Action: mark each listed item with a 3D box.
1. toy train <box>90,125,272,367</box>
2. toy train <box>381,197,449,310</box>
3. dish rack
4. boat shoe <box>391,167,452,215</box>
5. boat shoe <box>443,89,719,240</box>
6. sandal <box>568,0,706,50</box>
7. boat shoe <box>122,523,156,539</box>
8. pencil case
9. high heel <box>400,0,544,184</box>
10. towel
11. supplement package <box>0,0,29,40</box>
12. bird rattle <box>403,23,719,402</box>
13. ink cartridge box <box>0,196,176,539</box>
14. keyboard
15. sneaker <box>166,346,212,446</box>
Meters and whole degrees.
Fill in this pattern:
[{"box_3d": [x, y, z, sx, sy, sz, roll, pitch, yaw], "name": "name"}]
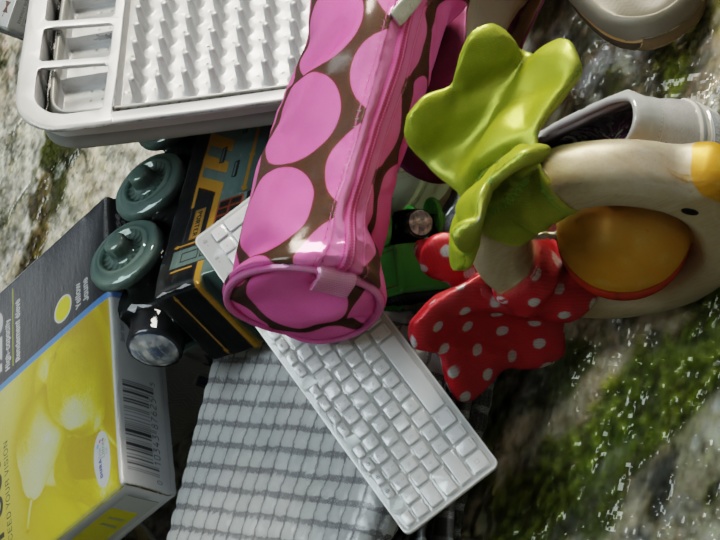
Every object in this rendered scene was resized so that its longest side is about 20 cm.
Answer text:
[{"box_3d": [-0.072, -0.037, 1.378, 0.113, 0.085, 0.201, -16, 42, 30], "name": "toy train"}, {"box_3d": [0.000, 0.000, 1.360, 0.200, 0.041, 0.057, 161, 102, -70], "name": "toy train"}, {"box_3d": [-0.082, -0.131, 1.379, 0.199, 0.044, 0.172, -7, 45, 8], "name": "dish rack"}, {"box_3d": [0.028, -0.127, 1.399, 0.073, 0.062, 0.201, -17, 60, 51], "name": "boat shoe"}, {"box_3d": [0.091, -0.040, 1.256, 0.200, 0.068, 0.072, -17, 60, 52], "name": "boat shoe"}, {"box_3d": [0.095, -0.187, 1.275, 0.082, 0.055, 0.200, -37, 59, -4], "name": "sandal"}, {"box_3d": [-0.148, 0.173, 1.496, 0.070, 0.071, 0.200, -57, 44, 18], "name": "boat shoe"}, {"box_3d": [-0.004, -0.067, 1.235, 0.093, 0.090, 0.201, -15, 55, 52], "name": "pencil case"}, {"box_3d": [0.078, -0.136, 1.312, 0.200, 0.067, 0.096, -51, 35, -3], "name": "high heel"}, {"box_3d": [-0.013, 0.107, 1.320, 0.200, 0.085, 0.167, -4, 66, 54], "name": "towel"}, {"box_3d": [-0.131, -0.169, 1.527, 0.114, 0.199, 0.110, 22, 92, 56], "name": "supplement package"}, {"box_3d": [0.096, -0.009, 1.162, 0.201, 0.162, 0.113, 79, -167, -51], "name": "bird rattle"}, {"box_3d": [-0.184, 0.089, 1.470, 0.200, 0.047, 0.199, -38, 46, 35], "name": "ink cartridge box"}, {"box_3d": [-0.009, 0.039, 1.245, 0.056, 0.011, 0.200, -40, 63, 4], "name": "keyboard"}, {"box_3d": [-0.118, 0.019, 1.533, 0.200, 0.080, 0.115, -50, 29, 27], "name": "sneaker"}]
